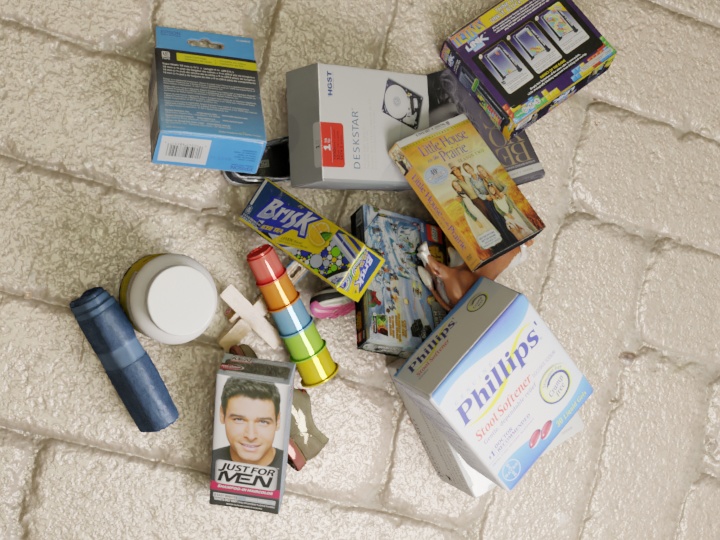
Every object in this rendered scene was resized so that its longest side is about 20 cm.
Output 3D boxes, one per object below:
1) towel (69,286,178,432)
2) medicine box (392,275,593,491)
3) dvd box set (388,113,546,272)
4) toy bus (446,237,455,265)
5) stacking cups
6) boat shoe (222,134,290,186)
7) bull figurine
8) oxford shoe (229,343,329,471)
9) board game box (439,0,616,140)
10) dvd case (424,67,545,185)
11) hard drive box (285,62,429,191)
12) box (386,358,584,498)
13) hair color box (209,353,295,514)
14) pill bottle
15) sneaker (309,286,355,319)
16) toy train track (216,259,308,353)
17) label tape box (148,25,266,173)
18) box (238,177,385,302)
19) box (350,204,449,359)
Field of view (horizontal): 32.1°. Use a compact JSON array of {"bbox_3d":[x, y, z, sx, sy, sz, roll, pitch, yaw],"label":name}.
[{"bbox_3d":[-0.305,0.115,1.629,0.048,0.111,0.202,-31,100,-24],"label":"towel"},{"bbox_3d":[0.175,0.147,1.629,0.182,0.103,0.200,-47,120,-11],"label":"medicine box"},{"bbox_3d":[0.146,-0.109,1.693,0.145,0.029,0.201,-25,75,-39],"label":"dvd box set"},{"bbox_3d":[0.161,-0.048,1.801,0.077,0.065,0.203,16,86,-18],"label":"toy bus"},{"bbox_3d":[-0.091,0.058,1.693,0.060,0.060,0.203,-28,109,-15],"label":"stacking cups"},{"bbox_3d":[-0.091,-0.157,1.716,0.197,0.068,0.073,-9,94,-18],"label":"boat shoe"},{"bbox_3d":[0.154,-0.023,1.705,0.121,0.065,0.200,45,48,0],"label":"bull figurine"},{"bbox_3d":[-0.113,0.175,1.719,0.074,0.070,0.202,-35,111,-17],"label":"oxford shoe"},{"bbox_3d":[0.240,-0.310,1.795,0.199,0.057,0.166,-34,76,-16],"label":"board game box"},{"bbox_3d":[0.159,-0.201,1.781,0.147,0.016,0.203,-17,72,-17],"label":"dvd case"},{"bbox_3d":[-0.001,-0.191,1.703,0.198,0.076,0.159,-2,88,-40],"label":"hard drive box"},{"bbox_3d":[0.176,0.179,1.775,0.198,0.131,0.201,-29,99,-14],"label":"box"},{"bbox_3d":[-0.144,0.217,1.655,0.097,0.061,0.203,7,114,3],"label":"hair color box"},{"bbox_3d":[-0.245,0.035,1.600,0.110,0.200,0.115,0,91,-18],"label":"pill bottle"},{"bbox_3d":[0.000,0.000,1.740,0.198,0.074,0.088,-25,84,-30],"label":"sneaker"},{"bbox_3d":[-0.123,0.029,1.721,0.200,0.032,0.115,-46,115,-5],"label":"toy train track"},{"bbox_3d":[-0.207,-0.228,1.667,0.142,0.064,0.202,5,49,-17],"label":"label tape box"},{"bbox_3d":[-0.066,-0.042,1.653,0.071,0.199,0.064,-55,147,0],"label":"box"},{"bbox_3d":[0.056,0.020,1.683,0.135,0.040,0.203,14,58,-27],"label":"box"}]
